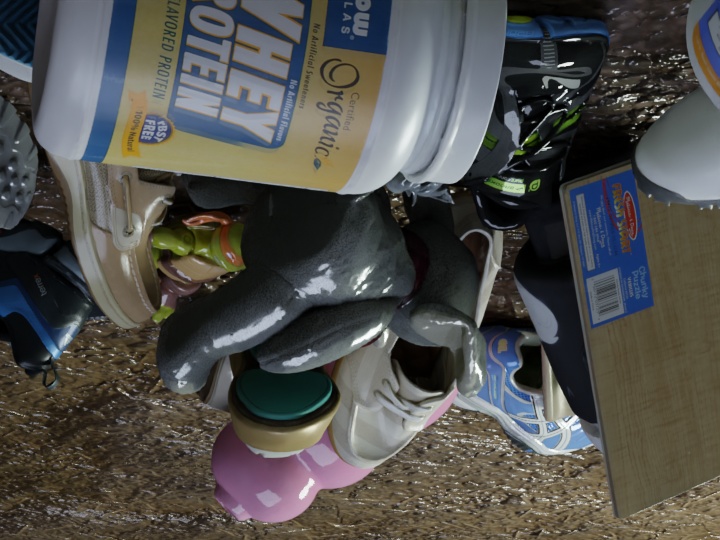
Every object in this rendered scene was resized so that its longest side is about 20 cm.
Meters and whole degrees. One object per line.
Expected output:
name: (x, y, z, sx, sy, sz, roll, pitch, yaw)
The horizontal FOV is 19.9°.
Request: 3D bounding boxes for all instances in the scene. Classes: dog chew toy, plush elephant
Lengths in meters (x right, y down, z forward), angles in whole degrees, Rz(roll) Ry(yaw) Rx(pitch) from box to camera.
dog chew toy: (-0.022, 0.090, 1.403, 0.124, 0.200, 0.125, 42, 168, 11)
plush elephant: (0.000, 0.000, 1.208, 0.199, 0.165, 0.155, -20, 141, 26)

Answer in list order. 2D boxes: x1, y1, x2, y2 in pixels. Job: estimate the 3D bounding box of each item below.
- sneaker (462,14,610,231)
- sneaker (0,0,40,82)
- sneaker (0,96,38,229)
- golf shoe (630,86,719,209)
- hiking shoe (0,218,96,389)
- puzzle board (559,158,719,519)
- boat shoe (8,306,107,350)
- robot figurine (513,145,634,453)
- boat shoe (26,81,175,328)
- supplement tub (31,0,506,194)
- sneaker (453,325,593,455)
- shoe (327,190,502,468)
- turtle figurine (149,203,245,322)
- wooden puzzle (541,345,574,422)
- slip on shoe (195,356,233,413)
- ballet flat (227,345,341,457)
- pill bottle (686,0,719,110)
sneaker: (0.093, -0.079, 1.115, 0.070, 0.083, 0.200, 2, 158, -3)
sneaker: (-0.110, -0.111, 1.058, 0.199, 0.077, 0.081, 9, 159, -14)
sneaker: (-0.267, -0.081, 1.169, 0.080, 0.077, 0.200, -1, 157, 38)
golf shoe: (0.226, -0.098, 1.081, 0.199, 0.078, 0.094, -21, 148, 21)
hiking shoe: (-0.252, -0.002, 1.262, 0.199, 0.087, 0.074, 21, 162, 27)
puzzle board: (0.188, 0.025, 1.184, 0.150, 0.201, 0.017, -19, -163, -26)
boat shoe: (-0.230, 0.024, 1.431, 0.199, 0.062, 0.075, 1, 157, -3)
robot figurine: (0.171, 0.026, 1.257, 0.150, 0.200, 0.125, -34, -157, -22)
boat shoe: (-0.134, -0.047, 1.159, 0.064, 0.071, 0.200, -11, 133, 1)
supplement tub: (-0.045, -0.113, 0.952, 0.199, 0.145, 0.145, 6, 158, -13)
sneaker: (0.139, 0.092, 1.560, 0.077, 0.076, 0.200, -12, 157, 40)
shoe: (0.034, 0.044, 1.310, 0.070, 0.200, 0.053, 19, -162, -19)
turtle figurine: (-0.120, -0.011, 1.331, 0.199, 0.065, 0.161, 6, 167, -36)
wooden puzzle: (0.227, 0.058, 1.440, 0.199, 0.046, 0.186, -2, 140, 5)
slip on shoe: (-0.104, 0.053, 1.452, 0.060, 0.076, 0.200, 28, 178, -4)
ballet flat: (-0.048, 0.080, 1.262, 0.068, 0.063, 0.200, 2, -162, -4)
pill bottle: (0.227, -0.141, 0.907, 0.112, 0.112, 0.200, 5, 159, -10)
